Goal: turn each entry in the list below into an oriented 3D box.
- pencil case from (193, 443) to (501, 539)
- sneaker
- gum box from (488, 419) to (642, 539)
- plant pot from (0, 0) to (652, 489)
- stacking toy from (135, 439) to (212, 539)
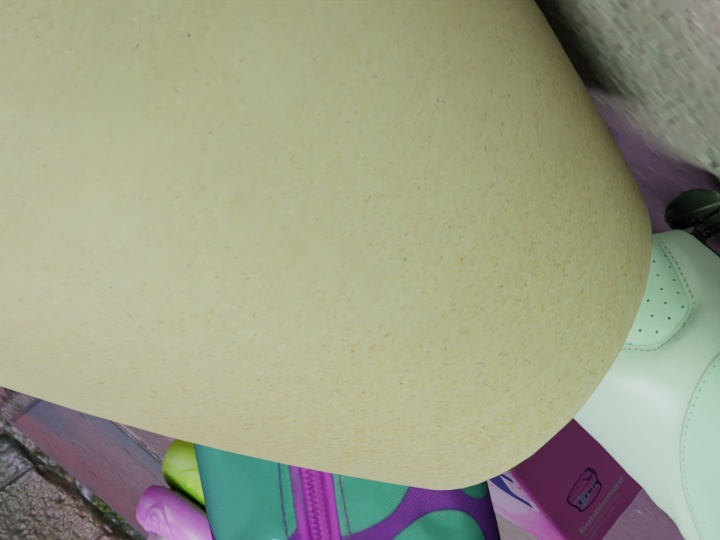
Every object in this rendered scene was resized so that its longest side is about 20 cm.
[{"bbox_3d":[-0.012,0.032,0.807,0.092,0.085,0.200,-24,-77,-77],"label":"pencil case"},{"bbox_3d":[0.106,0.048,0.787,0.118,0.074,0.200,41,171,20],"label":"sneaker"},{"bbox_3d":[0.000,0.000,0.947,0.200,0.066,0.114,31,167,38],"label":"gum box"},{"bbox_3d":[-0.032,-0.036,0.678,0.200,0.188,0.187,36,172,-29],"label":"plant pot"},{"bbox_3d":[-0.039,0.086,1.066,0.116,0.200,0.110,26,162,49],"label":"stacking toy"}]
